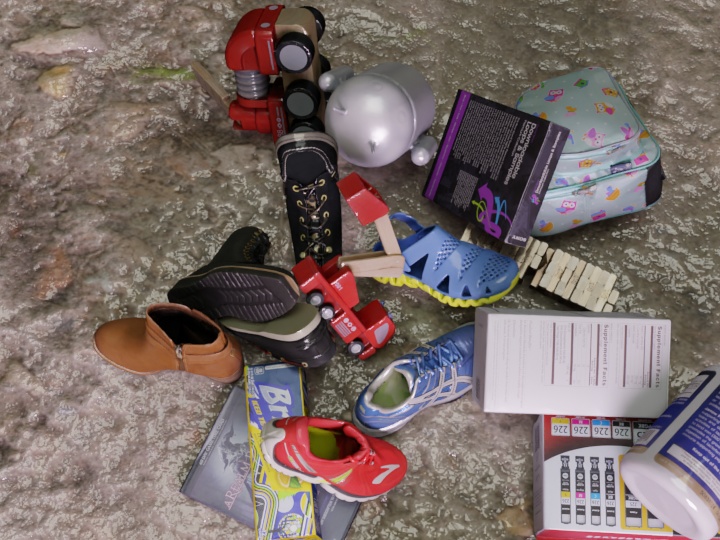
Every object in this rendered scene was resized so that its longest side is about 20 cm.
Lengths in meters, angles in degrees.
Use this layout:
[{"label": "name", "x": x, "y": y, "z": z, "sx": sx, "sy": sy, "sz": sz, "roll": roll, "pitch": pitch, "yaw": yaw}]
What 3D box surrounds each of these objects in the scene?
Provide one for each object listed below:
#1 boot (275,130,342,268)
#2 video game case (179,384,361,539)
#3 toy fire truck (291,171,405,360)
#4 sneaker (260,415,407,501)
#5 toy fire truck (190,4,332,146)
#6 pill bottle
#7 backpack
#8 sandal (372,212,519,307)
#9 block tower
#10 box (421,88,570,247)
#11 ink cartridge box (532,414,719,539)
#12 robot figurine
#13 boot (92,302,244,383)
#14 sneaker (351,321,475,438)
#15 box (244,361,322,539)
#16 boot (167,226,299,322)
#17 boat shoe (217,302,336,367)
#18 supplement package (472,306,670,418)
[{"label": "boot", "x": -0.054, "y": -0.066, "z": 1.160, "sx": 0.073, "sy": 0.204, "sz": 0.154, "roll": -6, "pitch": 73, "yaw": 1}, {"label": "video game case", "x": -0.093, "y": 0.238, "z": 1.141, "sx": 0.200, "sy": 0.019, "sz": 0.143, "roll": 23, "pitch": 72, "yaw": 10}, {"label": "toy fire truck", "x": 0.000, "y": 0.000, "z": 1.130, "sx": 0.141, "sy": 0.200, "sz": 0.049, "roll": -36, "pitch": 33, "yaw": 4}, {"label": "sneaker", "x": -0.014, "y": 0.203, "z": 1.058, "sx": 0.085, "sy": 0.200, "sz": 0.077, "roll": -24, "pitch": 57, "yaw": 41}, {"label": "toy fire truck", "x": -0.141, "y": -0.256, "z": 1.258, "sx": 0.199, "sy": 0.176, "sz": 0.129, "roll": 2, "pitch": 42, "yaw": 10}, {"label": "pill bottle", "x": 0.374, "y": 0.170, "z": 1.003, "sx": 0.200, "sy": 0.116, "sz": 0.116, "roll": -43, "pitch": 73, "yaw": -14}, {"label": "backpack", "x": 0.251, "y": -0.142, "z": 1.193, "sx": 0.200, "sy": 0.153, "sz": 0.176, "roll": -22, "pitch": 50, "yaw": 9}, {"label": "sandal", "x": 0.093, "y": -0.016, "z": 1.157, "sx": 0.200, "sy": 0.087, "sz": 0.080, "roll": 11, "pitch": 42, "yaw": 26}, {"label": "block tower", "x": 0.220, "y": -0.004, "z": 1.194, "sx": 0.200, "sy": 0.058, "sz": 0.054, "roll": 26, "pitch": 85, "yaw": 10}, {"label": "box", "x": 0.154, "y": -0.125, "z": 1.149, "sx": 0.036, "sy": 0.200, "sz": 0.143, "roll": 13, "pitch": 104, "yaw": -29}, {"label": "ink cartridge box", "x": 0.297, "y": 0.255, "z": 1.080, "sx": 0.199, "sy": 0.084, "sz": 0.176, "roll": 2, "pitch": 70, "yaw": 3}, {"label": "robot figurine", "x": 0.025, "y": -0.194, "z": 1.208, "sx": 0.169, "sy": 0.200, "sz": 0.113, "roll": 37, "pitch": 118, "yaw": 5}, {"label": "boot", "x": -0.236, "y": 0.080, "z": 1.134, "sx": 0.200, "sy": 0.155, "sz": 0.077, "roll": 18, "pitch": 71, "yaw": 9}, {"label": "sneaker", "x": 0.079, "y": 0.126, "z": 1.143, "sx": 0.200, "sy": 0.077, "sz": 0.076, "roll": -36, "pitch": 70, "yaw": -13}, {"label": "box", "x": -0.090, "y": 0.208, "z": 1.109, "sx": 0.070, "sy": 0.064, "sz": 0.200, "roll": -7, "pitch": 69, "yaw": 0}, {"label": "boot", "x": -0.126, "y": -0.011, "z": 1.147, "sx": 0.200, "sy": 0.078, "sz": 0.138, "roll": -2, "pitch": 38, "yaw": 40}, {"label": "boat shoe", "x": -0.106, "y": 0.066, "z": 1.146, "sx": 0.074, "sy": 0.063, "sz": 0.201, "roll": -43, "pitch": 33, "yaw": -24}, {"label": "supplement package", "x": 0.233, "y": 0.101, "z": 1.091, "sx": 0.199, "sy": 0.114, "sz": 0.110, "roll": 2, "pitch": 91, "yaw": 0}]
